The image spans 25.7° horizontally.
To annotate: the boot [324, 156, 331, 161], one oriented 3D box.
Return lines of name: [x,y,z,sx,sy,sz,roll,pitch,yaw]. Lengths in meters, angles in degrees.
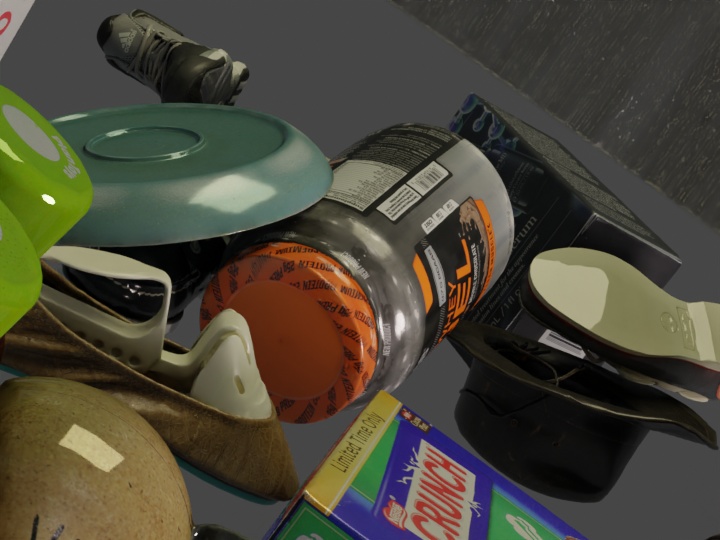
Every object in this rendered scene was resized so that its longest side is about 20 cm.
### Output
boot: [-0.020,-0.036,1.116,0.155,0.072,0.200,33,10,-11]

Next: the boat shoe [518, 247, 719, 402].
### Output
boat shoe: [0.181,0.042,1.040,0.200,0.063,0.071,17,55,-27]

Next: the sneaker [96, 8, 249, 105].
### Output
sneaker: [-0.157,-0.156,1.209,0.115,0.075,0.200,30,5,0]

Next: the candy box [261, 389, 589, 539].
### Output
candy box: [0.053,0.153,0.677,0.200,0.077,0.169,35,15,3]

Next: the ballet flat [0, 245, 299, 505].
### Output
ballet flat: [-0.097,0.037,0.715,0.200,0.072,0.068,31,14,-17]

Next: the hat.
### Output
hat: [0.120,0.097,0.996,0.200,0.081,0.201,22,4,-2]

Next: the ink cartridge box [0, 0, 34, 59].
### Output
ink cartridge box: [-0.238,-0.088,0.646,0.083,0.145,0.200,37,15,11]

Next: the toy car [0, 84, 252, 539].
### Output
toy car: [-0.103,0.077,0.447,0.200,0.164,0.158,45,12,-13]

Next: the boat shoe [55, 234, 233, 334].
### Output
boat shoe: [-0.107,-0.016,0.878,0.076,0.060,0.200,35,15,1]

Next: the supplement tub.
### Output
supplement tub: [0.000,0.000,0.887,0.122,0.123,0.200,37,34,8]

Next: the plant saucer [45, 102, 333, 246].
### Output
plant saucer: [-0.115,-0.058,0.843,0.200,0.027,0.200,-2,20,1]

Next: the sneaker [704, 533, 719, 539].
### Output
sneaker: [0.193,0.186,0.895,0.076,0.070,0.200,33,14,0]

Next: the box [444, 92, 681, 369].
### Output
box: [0.121,-0.017,1.215,0.107,0.148,0.200,24,18,-37]
